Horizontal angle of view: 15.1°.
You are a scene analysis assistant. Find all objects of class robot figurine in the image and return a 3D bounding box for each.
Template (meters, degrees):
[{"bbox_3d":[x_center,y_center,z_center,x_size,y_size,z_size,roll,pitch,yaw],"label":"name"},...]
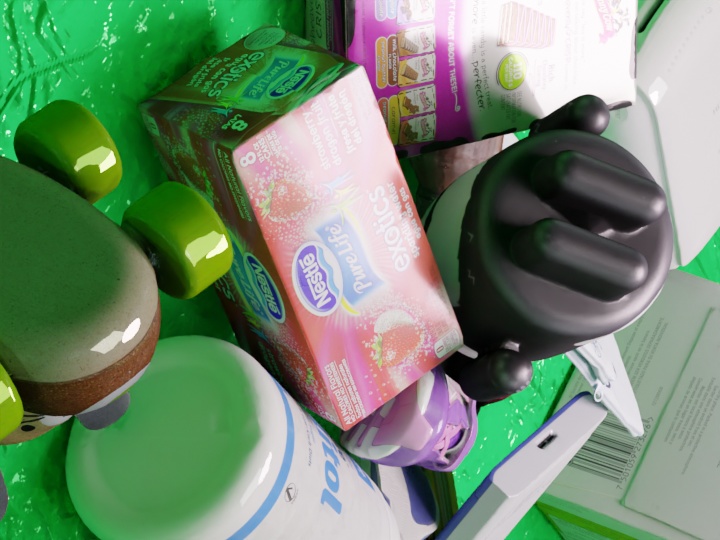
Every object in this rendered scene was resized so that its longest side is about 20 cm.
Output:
[{"bbox_3d":[0.102,-0.012,1.568,0.150,0.200,0.125,-32,91,-20],"label":"robot figurine"}]

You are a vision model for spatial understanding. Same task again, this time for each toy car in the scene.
[{"bbox_3d":[-0.163,0.047,1.360,0.164,0.158,0.200,-38,148,-26],"label":"toy car"}]

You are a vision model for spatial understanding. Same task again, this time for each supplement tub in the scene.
[{"bbox_3d":[-0.070,0.133,1.549,0.132,0.132,0.200,-63,148,-15],"label":"supplement tub"}]

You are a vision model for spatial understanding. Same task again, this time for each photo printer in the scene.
[{"bbox_3d":[0.232,-0.124,1.954,0.166,0.069,0.200,-50,143,-32],"label":"photo printer"}]

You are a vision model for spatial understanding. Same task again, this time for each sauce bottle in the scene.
[{"bbox_3d":[0.062,-0.103,1.702,0.065,0.065,0.200,-12,114,-55],"label":"sauce bottle"}]

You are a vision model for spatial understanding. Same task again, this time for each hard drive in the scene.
[{"bbox_3d":[0.077,0.173,1.798,0.132,0.025,0.200,-35,165,-49],"label":"hard drive"}]

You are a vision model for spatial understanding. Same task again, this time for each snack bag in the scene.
[{"bbox_3d":[0.134,0.001,1.786,0.200,0.021,0.189,49,21,-52],"label":"snack bag"}]

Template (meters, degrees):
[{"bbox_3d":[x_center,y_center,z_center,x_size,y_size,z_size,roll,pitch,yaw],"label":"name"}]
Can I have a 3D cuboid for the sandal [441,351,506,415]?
[{"bbox_3d":[0.093,0.048,1.838,0.200,0.045,0.075,-56,138,-27],"label":"sandal"}]

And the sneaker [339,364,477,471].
[{"bbox_3d":[0.035,0.086,1.633,0.080,0.088,0.200,-53,-171,0],"label":"sneaker"}]

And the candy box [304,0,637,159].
[{"bbox_3d":[0.067,-0.149,1.612,0.200,0.061,0.136,-13,118,-24],"label":"candy box"}]

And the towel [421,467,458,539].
[{"bbox_3d":[0.001,0.188,1.800,0.200,0.018,0.086,-39,130,-41],"label":"towel"}]

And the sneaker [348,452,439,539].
[{"bbox_3d":[-0.019,0.184,1.699,0.081,0.115,0.199,55,22,-28],"label":"sneaker"}]

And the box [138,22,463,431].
[{"bbox_3d":[-0.031,-0.024,1.512,0.095,0.100,0.200,-35,126,-21],"label":"box"}]

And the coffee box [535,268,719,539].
[{"bbox_3d":[0.272,0.141,2.024,0.200,0.200,0.198,-62,148,-15],"label":"coffee box"}]
